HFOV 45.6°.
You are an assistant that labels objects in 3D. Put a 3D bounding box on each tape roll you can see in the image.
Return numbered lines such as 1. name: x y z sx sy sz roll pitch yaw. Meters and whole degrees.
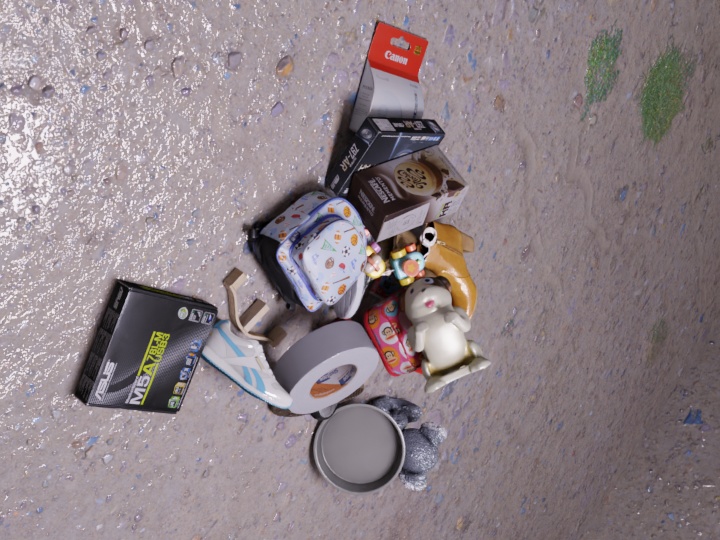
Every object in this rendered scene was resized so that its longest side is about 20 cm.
1. tape roll: -0.065 0.184 1.613 0.198 0.066 0.201 -25 150 -16

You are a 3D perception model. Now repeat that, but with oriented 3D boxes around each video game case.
1. video game case: 0.104 -0.019 1.862 0.143 0.017 0.202 30 86 -52

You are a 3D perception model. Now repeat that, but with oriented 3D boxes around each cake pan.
1. cake pan: -0.002 0.380 1.841 0.037 0.198 0.203 -74 -176 -83

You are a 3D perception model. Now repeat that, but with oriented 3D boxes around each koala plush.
1. koala plush: 0.093 0.390 1.920 0.183 0.199 0.179 32 86 -51

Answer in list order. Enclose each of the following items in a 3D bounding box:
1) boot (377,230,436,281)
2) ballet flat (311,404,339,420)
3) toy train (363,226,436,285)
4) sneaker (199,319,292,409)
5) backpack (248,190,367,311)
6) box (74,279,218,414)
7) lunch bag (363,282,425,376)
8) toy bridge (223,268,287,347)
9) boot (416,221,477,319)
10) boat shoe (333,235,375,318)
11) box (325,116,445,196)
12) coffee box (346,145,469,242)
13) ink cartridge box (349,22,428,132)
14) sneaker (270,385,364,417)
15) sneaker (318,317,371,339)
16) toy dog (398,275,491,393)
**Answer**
1. boot: 0.123 -0.054 1.782 0.199 0.066 0.177 33 54 -41
2. ballet flat: -0.043 0.230 1.814 0.067 0.057 0.201 48 64 -19
3. toy train: 0.056 -0.052 1.643 0.198 0.056 0.152 18 94 -18
4. sneaker: -0.192 0.170 1.513 0.199 0.076 0.081 40 74 -11
5. backpack: -0.077 -0.044 1.546 0.191 0.153 0.201 -52 139 -28
6. box: -0.347 0.131 1.405 0.192 0.047 0.202 20 94 -53
7. lunch bag: 0.103 0.130 1.772 0.199 0.081 0.178 -28 91 -58
8. toy bridge: -0.198 0.084 1.564 0.067 0.027 0.201 -47 138 -18
9. boot: 0.172 0.006 1.752 0.143 0.070 0.204 12 76 -41
10. boat shoe: 0.000 0.000 1.709 0.070 0.072 0.203 1 107 -47
11. box: 0.049 -0.215 1.620 0.199 0.044 0.161 -8 143 -47
12. coffee box: 0.088 -0.146 1.603 0.198 0.114 0.080 -22 154 -29
13. ink cartridge box: 0.069 -0.348 1.623 0.159 0.047 0.203 2 109 -49
14. sneaker: -0.094 0.239 1.738 0.197 0.076 0.071 -11 147 -20
15. sneaker: -0.015 0.130 1.759 0.077 0.086 0.199 -34 162 29
16. toy dog: 0.158 0.109 1.676 0.202 0.138 0.194 67 13 0
